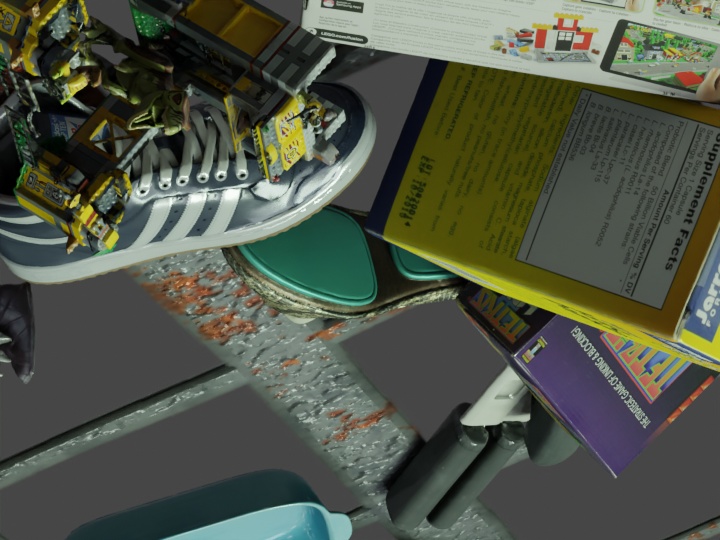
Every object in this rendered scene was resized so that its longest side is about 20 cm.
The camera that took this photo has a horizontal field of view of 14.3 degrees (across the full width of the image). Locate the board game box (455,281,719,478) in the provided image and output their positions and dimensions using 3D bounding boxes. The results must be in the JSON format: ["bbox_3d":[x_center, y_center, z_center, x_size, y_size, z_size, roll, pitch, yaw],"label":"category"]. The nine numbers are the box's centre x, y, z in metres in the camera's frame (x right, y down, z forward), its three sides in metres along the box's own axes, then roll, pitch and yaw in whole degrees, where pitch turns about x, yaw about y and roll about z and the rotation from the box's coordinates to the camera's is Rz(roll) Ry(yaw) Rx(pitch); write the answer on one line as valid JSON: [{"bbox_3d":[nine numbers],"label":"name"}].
[{"bbox_3d":[0.156,0.011,1.590,0.165,0.057,0.200,-46,149,-2],"label":"board game box"}]

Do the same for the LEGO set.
[{"bbox_3d":[-0.078,-0.084,1.244,0.154,0.116,0.200,-46,155,-30],"label":"LEGO set"}]

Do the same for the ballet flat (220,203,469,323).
[{"bbox_3d":[0.000,0.000,1.539,0.200,0.068,0.075,-2,157,-33],"label":"ballet flat"}]

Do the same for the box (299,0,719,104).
[{"bbox_3d":[0.076,-0.136,1.282,0.200,0.035,0.110,10,142,1],"label":"box"}]

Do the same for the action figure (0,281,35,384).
[{"bbox_3d":[-0.263,0.019,1.404,0.200,0.070,0.130,7,161,-24],"label":"action figure"}]

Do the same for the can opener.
[{"bbox_3d":[0.079,0.116,1.774,0.053,0.067,0.200,0,146,-28],"label":"can opener"}]

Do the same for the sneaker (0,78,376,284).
[{"bbox_3d":[-0.096,-0.057,1.377,0.200,0.070,0.109,-18,153,7],"label":"sneaker"}]

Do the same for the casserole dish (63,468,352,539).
[{"bbox_3d":[-0.105,0.174,1.800,0.200,0.039,0.121,-16,151,-3],"label":"casserole dish"}]

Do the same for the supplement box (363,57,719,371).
[{"bbox_3d":[0.121,-0.030,1.394,0.109,0.200,0.109,24,88,-50],"label":"supplement box"}]
